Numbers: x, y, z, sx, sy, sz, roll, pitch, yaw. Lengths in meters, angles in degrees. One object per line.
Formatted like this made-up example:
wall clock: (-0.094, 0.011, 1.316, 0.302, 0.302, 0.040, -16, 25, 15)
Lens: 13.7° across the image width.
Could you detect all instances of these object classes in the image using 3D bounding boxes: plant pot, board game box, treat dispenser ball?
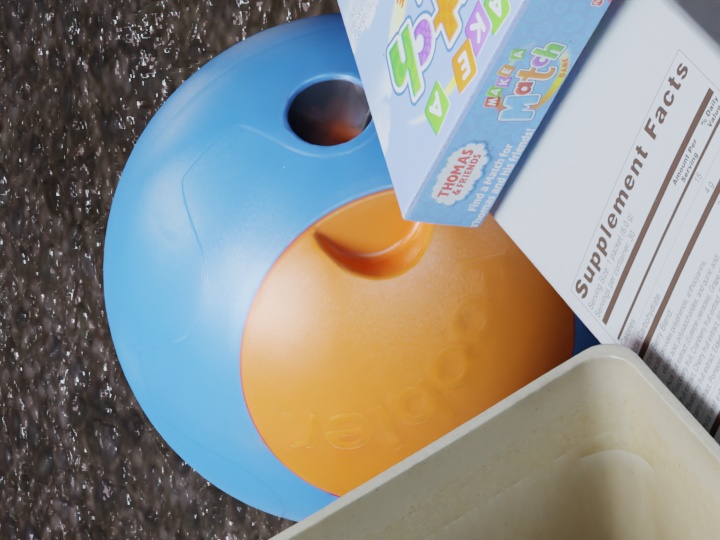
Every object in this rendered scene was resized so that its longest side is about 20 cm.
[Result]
plant pot: (0.065, 0.184, 0.965, 0.200, 0.200, 0.177, 49, 163, 42)
board game box: (0.034, -0.140, 1.057, 0.151, 0.037, 0.200, 119, 145, -42)
treat dispenser ball: (0.000, 0.000, 1.165, 0.201, 0.201, 0.201, 13, 106, 54)

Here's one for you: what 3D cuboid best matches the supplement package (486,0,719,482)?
supplement package: (0.154, -0.013, 1.005, 0.200, 0.121, 0.120, 52, 133, 39)
